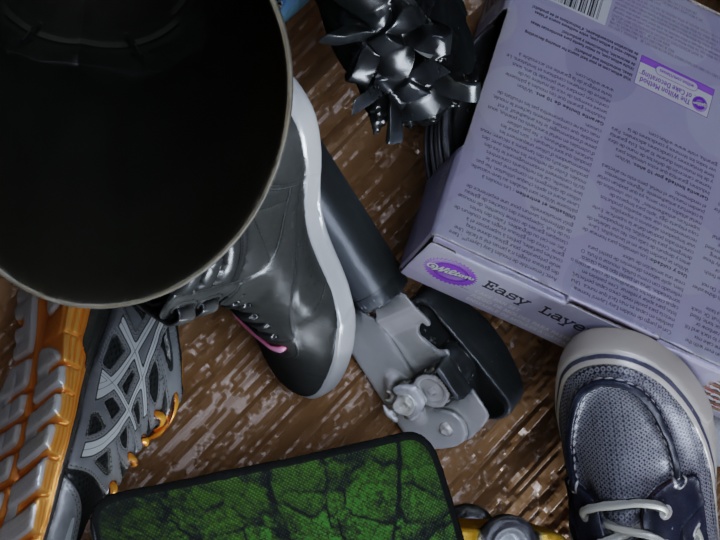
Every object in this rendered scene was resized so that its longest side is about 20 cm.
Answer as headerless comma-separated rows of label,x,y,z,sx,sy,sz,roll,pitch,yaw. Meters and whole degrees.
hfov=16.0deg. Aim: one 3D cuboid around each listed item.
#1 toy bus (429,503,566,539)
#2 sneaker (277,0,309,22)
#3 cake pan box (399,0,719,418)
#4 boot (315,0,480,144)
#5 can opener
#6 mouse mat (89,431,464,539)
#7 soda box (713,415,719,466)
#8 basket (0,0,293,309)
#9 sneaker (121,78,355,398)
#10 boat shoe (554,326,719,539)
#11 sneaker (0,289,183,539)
toy bus,-0.005,0.149,1.211,0.200,0.065,0.078,4,89,-18
sneaker,-0.064,-0.106,1.167,0.200,0.090,0.078,-44,130,-9
cake pan box,0.129,-0.046,1.222,0.200,0.052,0.184,23,60,-12
boot,-0.005,-0.167,1.106,0.073,0.162,0.199,-18,60,14
can opener,0.000,0.000,1.227,0.200,0.053,0.066,54,41,-13
mouse mat,-0.019,0.160,1.120,0.200,0.008,0.161,-9,78,-40
soda box,0.237,0.072,1.289,0.200,0.068,0.064,7,88,-17
basket,-0.107,-0.114,1.045,0.136,0.200,0.181,3,124,-12
sneaker,-0.063,0.003,1.147,0.099,0.071,0.200,-38,143,-25
boat shoe,0.130,0.125,1.197,0.093,0.075,0.200,-73,150,-44
sneaker,-0.119,0.060,1.148,0.077,0.078,0.200,28,60,-28
